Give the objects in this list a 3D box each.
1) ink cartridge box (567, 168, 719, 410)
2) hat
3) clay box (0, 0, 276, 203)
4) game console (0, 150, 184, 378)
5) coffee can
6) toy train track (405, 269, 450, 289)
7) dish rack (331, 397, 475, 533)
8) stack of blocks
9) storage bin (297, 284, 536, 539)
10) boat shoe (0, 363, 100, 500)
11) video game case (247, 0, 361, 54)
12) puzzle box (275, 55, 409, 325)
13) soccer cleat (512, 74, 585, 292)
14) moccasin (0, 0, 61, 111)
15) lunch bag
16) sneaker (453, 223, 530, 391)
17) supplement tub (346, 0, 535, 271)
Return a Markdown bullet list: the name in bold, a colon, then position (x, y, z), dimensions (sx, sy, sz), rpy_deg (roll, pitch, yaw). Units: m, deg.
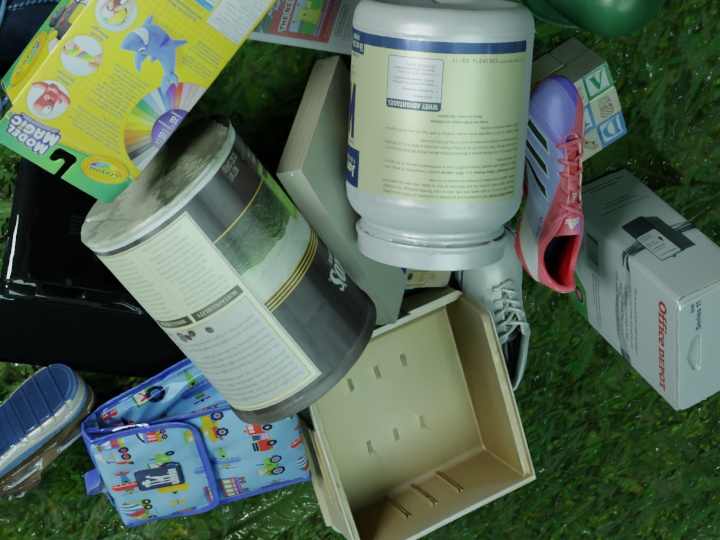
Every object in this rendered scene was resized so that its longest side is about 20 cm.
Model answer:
- **ink cartridge box**: position (0.285, 0.017, 1.294), dimensions (0.082, 0.200, 0.148), rpy_deg (-22, 131, -14)
- **hat**: position (0.226, -0.205, 1.083), dimensions (0.165, 0.177, 0.199), rpy_deg (-35, 146, 26)
- **clay box**: position (-0.164, -0.154, 0.935), dimensions (0.115, 0.048, 0.200), rpy_deg (33, 103, -40)
- **game console**: position (-0.221, 0.001, 1.117), dimensions (0.199, 0.116, 0.178), rpy_deg (10, 87, -35)
- **coffee can**: position (-0.101, 0.001, 1.041), dimensions (0.146, 0.146, 0.200), rpy_deg (-38, 115, 0)
- **toy train track**: position (0.000, 0.000, 1.237), dimensions (0.199, 0.032, 0.116), rpy_deg (0, 115, -36)
- **dish rack**: position (0.057, 0.204, 1.404), dimensions (0.170, 0.044, 0.202), rpy_deg (-10, 125, -23)
- **stack of blocks**: position (0.135, -0.127, 1.201), dimensions (0.199, 0.059, 0.116), rpy_deg (-33, 132, -5)
- **storage bin**: position (0.043, 0.143, 1.281), dimensions (0.199, 0.094, 0.200), rpy_deg (-23, 110, -17)
- **boat shoe**: position (-0.311, 0.167, 1.148), dimensions (0.199, 0.072, 0.072), rpy_deg (-34, 141, 1)
- **video game case**: position (-0.013, -0.270, 1.041), dimensions (0.181, 0.023, 0.201), rpy_deg (3, 121, -31)
- **puzzle box**: position (-0.003, -0.064, 1.129), dimensions (0.025, 0.134, 0.201), rpy_deg (-6, 138, 26)
- **soccer cleat**: position (0.175, -0.075, 1.169), dimensions (0.066, 0.077, 0.201), rpy_deg (-13, 128, -21)
- **moccasin**: position (-0.289, -0.140, 0.943), dimensions (0.199, 0.068, 0.081), rpy_deg (-30, 132, -9)
- **lunch bag**: position (-0.159, 0.153, 1.205), dimensions (0.198, 0.094, 0.151), rpy_deg (-21, 142, -9)
- **sneaker**: position (0.141, 0.035, 1.312), dimensions (0.073, 0.071, 0.201), rpy_deg (-23, 131, -14)
- **supplement tub**: position (0.062, -0.113, 1.055), dimensions (0.144, 0.145, 0.202), rpy_deg (-6, 108, -26)
